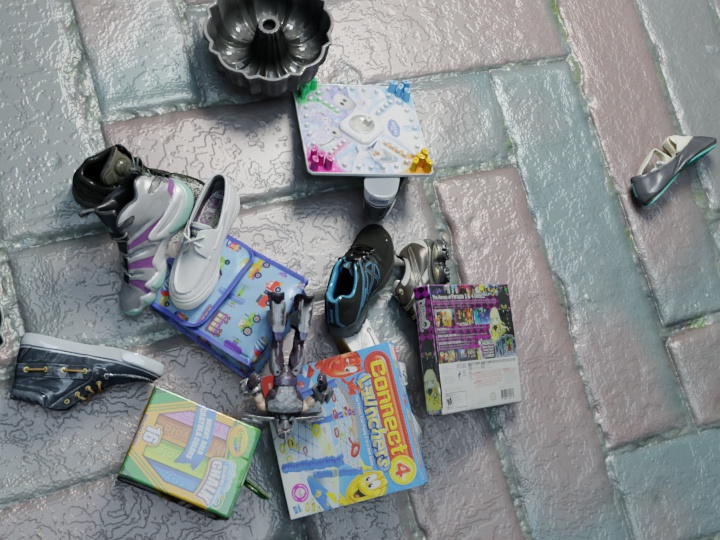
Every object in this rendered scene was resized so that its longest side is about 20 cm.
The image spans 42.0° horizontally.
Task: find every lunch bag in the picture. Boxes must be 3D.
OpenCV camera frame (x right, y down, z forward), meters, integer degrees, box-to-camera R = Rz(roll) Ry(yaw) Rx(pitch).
[{"bbox_3d":[-0.194,0.037,1.348,0.198,0.094,0.152,31,70,9],"label":"lunch bag"}]

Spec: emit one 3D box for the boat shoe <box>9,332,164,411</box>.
[{"bbox_3d":[-0.369,0.150,1.269,0.195,0.071,0.093,11,74,-6],"label":"boat shoe"}]

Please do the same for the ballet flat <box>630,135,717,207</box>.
[{"bbox_3d":[0.535,-0.190,1.617,0.199,0.073,0.074,-38,88,-19],"label":"ballet flat"}]

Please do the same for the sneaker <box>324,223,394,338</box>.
[{"bbox_3d":[0.000,0.000,1.382,0.072,0.083,0.203,7,52,18],"label":"sneaker"}]

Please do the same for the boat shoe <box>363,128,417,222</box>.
[{"bbox_3d":[0.044,-0.156,1.465,0.072,0.069,0.202,12,48,-1],"label":"boat shoe"}]

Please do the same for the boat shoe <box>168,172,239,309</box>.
[{"bbox_3d":[-0.220,-0.045,1.314,0.071,0.069,0.203,15,63,17],"label":"boat shoe"}]

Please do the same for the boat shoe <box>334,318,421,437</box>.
[{"bbox_3d":[0.041,0.158,1.378,0.069,0.071,0.202,-31,84,-19],"label":"boat shoe"}]

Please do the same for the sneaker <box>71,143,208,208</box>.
[{"bbox_3d":[-0.308,-0.121,1.333,0.195,0.114,0.078,9,75,-15],"label":"sneaker"}]

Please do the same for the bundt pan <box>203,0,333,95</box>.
[{"bbox_3d":[-0.140,-0.353,1.439,0.197,0.076,0.206,2,66,-3],"label":"bundt pan"}]

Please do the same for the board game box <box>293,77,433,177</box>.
[{"bbox_3d":[0.003,-0.227,1.450,0.195,0.026,0.203,0,51,-15],"label":"board game box"}]

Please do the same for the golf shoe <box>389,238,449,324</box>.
[{"bbox_3d":[0.092,0.054,1.431,0.092,0.078,0.205,-2,76,7],"label":"golf shoe"}]

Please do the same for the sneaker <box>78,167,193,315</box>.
[{"bbox_3d":[-0.324,-0.044,1.277,0.138,0.077,0.204,17,97,-42],"label":"sneaker"}]

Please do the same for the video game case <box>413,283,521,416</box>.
[{"bbox_3d":[0.161,0.113,1.387,0.197,0.035,0.186,-1,82,-46],"label":"video game case"}]

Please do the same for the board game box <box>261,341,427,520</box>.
[{"bbox_3d":[-0.024,0.222,1.309,0.192,0.056,0.204,-17,79,9],"label":"board game box"}]

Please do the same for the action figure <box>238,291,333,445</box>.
[{"bbox_3d":[-0.101,0.132,1.259,0.127,0.069,0.205,4,87,-24],"label":"action figure"}]

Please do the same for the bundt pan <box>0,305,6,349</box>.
[{"bbox_3d":[-0.562,0.090,1.221,0.197,0.076,0.207,4,74,-15],"label":"bundt pan"}]

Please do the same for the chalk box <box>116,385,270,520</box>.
[{"bbox_3d":[-0.210,0.254,1.254,0.197,0.125,0.126,24,70,-10],"label":"chalk box"}]
